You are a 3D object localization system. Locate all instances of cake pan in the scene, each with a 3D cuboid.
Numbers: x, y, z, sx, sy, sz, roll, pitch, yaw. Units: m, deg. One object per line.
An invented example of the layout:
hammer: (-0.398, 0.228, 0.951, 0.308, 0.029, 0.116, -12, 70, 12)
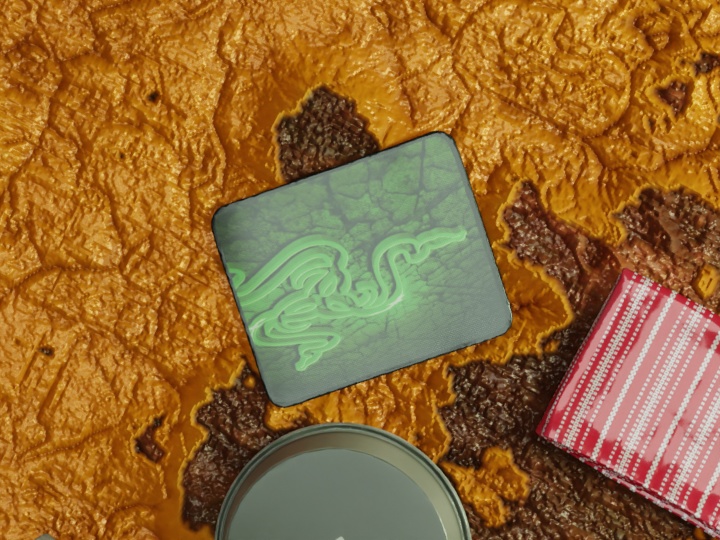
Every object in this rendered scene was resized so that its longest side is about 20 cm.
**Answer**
cake pan: (-0.016, 0.216, 1.382, 0.199, 0.037, 0.202, 0, 93, 8)

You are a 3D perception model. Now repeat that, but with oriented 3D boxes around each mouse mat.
mouse mat: (0.000, 0.000, 1.385, 0.199, 0.008, 0.162, -19, 90, 9)

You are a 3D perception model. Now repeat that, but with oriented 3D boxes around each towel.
towel: (0.247, 0.107, 1.348, 0.199, 0.022, 0.145, 29, 95, 6)

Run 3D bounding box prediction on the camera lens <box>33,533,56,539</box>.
camera lens: (-0.207, 0.314, 1.351, 0.200, 0.160, 0.160, 41, 97, 4)
